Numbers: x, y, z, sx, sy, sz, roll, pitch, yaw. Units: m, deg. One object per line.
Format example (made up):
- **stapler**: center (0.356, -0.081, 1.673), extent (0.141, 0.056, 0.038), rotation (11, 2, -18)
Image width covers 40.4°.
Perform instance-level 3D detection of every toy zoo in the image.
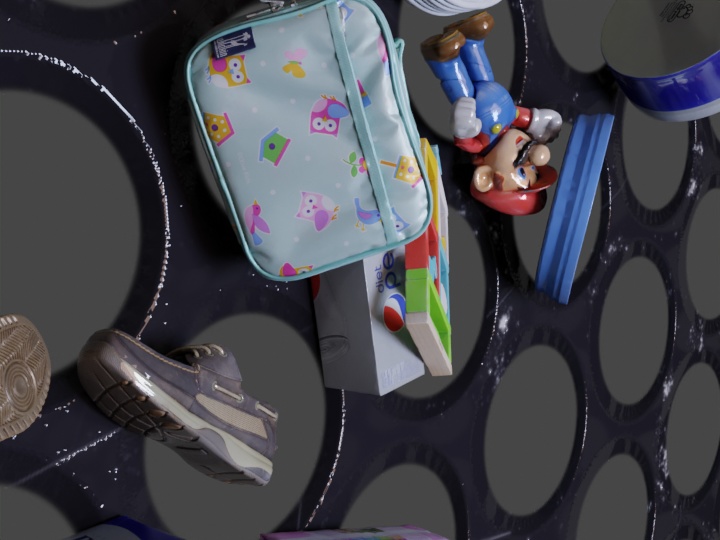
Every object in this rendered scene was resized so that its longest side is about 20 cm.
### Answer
- **toy zoo**: center (0.060, -0.023, 0.864), extent (0.131, 0.020, 0.202), rotation (61, 27, -63)

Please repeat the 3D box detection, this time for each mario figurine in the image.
- **mario figurine**: center (0.141, -0.146, 0.942), extent (0.123, 0.106, 0.201), rotation (-28, 109, -4)

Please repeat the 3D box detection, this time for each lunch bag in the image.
- **lunch bag**: center (-0.033, -0.104, 0.723), extent (0.077, 0.159, 0.202), rotation (-91, 165, -72)

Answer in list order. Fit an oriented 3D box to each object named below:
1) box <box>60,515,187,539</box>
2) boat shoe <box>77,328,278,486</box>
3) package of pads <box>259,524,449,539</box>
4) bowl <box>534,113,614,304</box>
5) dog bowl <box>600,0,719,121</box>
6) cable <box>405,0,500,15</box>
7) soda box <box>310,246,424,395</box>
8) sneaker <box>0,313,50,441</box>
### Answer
- **box**: center (-0.193, 0.286, 0.623), extent (0.199, 0.104, 0.186), rotation (-13, 102, -45)
- **boat shoe**: center (-0.127, 0.090, 0.713), extent (0.200, 0.074, 0.074), rotation (51, 47, -46)
- **package of pads**: center (-0.008, 0.288, 0.843), extent (0.199, 0.075, 0.122), rotation (13, 86, -47)
- **bowl**: center (0.222, -0.066, 1.022), extent (0.201, 0.039, 0.203), rotation (14, 90, -78)
- **dog bowl**: center (0.382, -0.274, 1.126), extent (0.079, 0.199, 0.201), rotation (39, 65, -38)
- **cable**: center (0.086, -0.332, 0.880), extent (0.200, 0.069, 0.202), rotation (-36, 129, -36)
- **soda box**: center (0.000, 0.000, 0.834), extent (0.063, 0.068, 0.202), rotation (-20, 108, -46)
- **sneaker**: center (-0.266, 0.096, 0.567), extent (0.200, 0.108, 0.071), rotation (-71, 142, -61)
